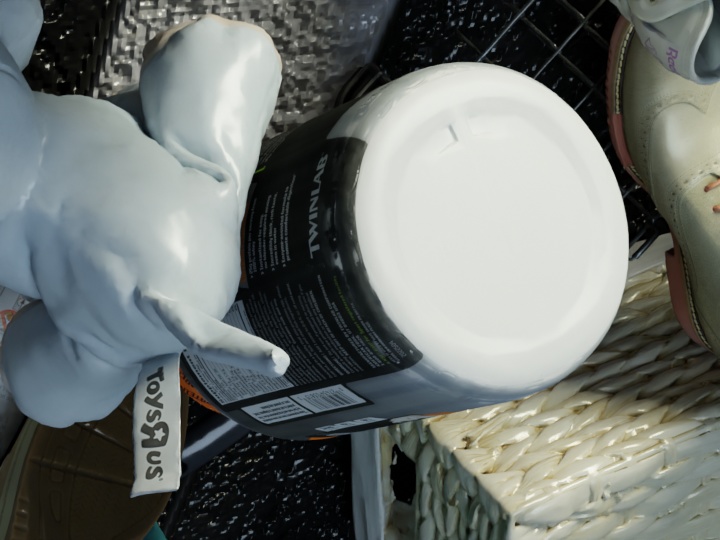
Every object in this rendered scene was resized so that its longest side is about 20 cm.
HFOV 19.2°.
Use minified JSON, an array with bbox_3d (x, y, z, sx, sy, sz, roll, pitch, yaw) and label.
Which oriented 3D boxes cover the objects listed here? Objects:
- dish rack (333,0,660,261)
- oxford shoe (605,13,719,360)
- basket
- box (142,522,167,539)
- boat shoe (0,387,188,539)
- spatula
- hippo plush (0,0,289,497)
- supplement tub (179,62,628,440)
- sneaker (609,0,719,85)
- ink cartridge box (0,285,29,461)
[{"bbox_3d":[0.106,-0.088,0.913,0.200,0.055,0.153,-47,129,5],"label":"dish rack"},{"bbox_3d":[0.158,-0.032,0.892,0.071,0.074,0.200,-30,127,-5],"label":"oxford shoe"},{"bbox_3d":[0.109,0.089,1.009,0.200,0.123,0.136,-20,133,-22],"label":"basket"},{"bbox_3d":[-0.100,0.170,0.899,0.082,0.200,0.049,-38,139,1],"label":"box"},{"bbox_3d":[-0.134,0.108,0.879,0.071,0.064,0.200,37,64,-32],"label":"boat shoe"},{"bbox_3d":[-0.015,0.031,0.957,0.200,0.021,0.057,-40,133,-11],"label":"spatula"},{"bbox_3d":[-0.131,-0.024,0.758,0.161,0.200,0.159,26,129,-23],"label":"hippo plush"},{"bbox_3d":[0.000,0.000,0.818,0.122,0.200,0.123,5,79,-28],"label":"supplement tub"},{"bbox_3d":[0.103,-0.125,0.791,0.075,0.200,0.100,31,76,-54],"label":"sneaker"},{"bbox_3d":[-0.204,0.033,0.849,0.161,0.050,0.200,28,89,-43],"label":"ink cartridge box"}]
